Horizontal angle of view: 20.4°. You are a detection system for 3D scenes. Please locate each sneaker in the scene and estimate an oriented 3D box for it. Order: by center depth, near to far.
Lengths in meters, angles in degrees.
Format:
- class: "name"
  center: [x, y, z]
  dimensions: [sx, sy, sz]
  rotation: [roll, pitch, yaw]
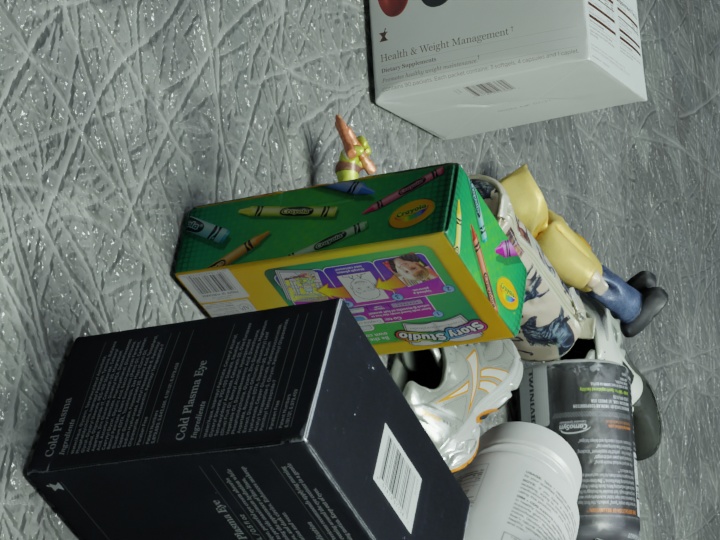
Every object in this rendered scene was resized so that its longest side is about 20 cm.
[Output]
- class: "sneaker"
  center: [0.071, 0.079, 1.594]
  dimensions: [0.092, 0.075, 0.200]
  rotation: [66, 28, -20]
- class: "sneaker"
  center: [0.223, 0.100, 1.910]
  dimensions: [0.201, 0.074, 0.088]
  rotation: [65, 30, -7]

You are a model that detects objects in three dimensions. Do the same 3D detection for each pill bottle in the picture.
- class: "pill bottle"
  center: [0.110, 0.216, 1.578]
  dimensions: [0.114, 0.113, 0.200]
  rotation: [68, 28, -26]
- class: "pill bottle"
  center: [0.193, 0.186, 1.773]
  dimensions: [0.106, 0.106, 0.202]
  rotation: [27, 58, -60]

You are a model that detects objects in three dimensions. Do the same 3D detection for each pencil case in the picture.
- class: "pencil case"
  center: [0.128, 0.000, 1.718]
  dimensions: [0.200, 0.089, 0.078]
  rotation: [50, 36, -46]

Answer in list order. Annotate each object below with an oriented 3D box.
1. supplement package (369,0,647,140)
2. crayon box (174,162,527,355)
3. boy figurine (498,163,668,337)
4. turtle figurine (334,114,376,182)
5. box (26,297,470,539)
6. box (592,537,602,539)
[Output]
- class: "supplement package"
  center: [0.118, -0.234, 1.654]
  dimensions: [0.147, 0.190, 0.202]
  rotation: [20, 63, -62]
- class: "crayon box"
  center: [-0.006, 0.001, 1.304]
  dimensions: [0.119, 0.199, 0.059]
  rotation: [53, 38, -45]
- class: "boy figurine"
  center: [0.189, -0.024, 1.834]
  dimensions: [0.200, 0.064, 0.125]
  rotation: [40, 13, -22]
- class: "turtle figurine"
  center: [0.000, 0.000, 1.476]
  dimensions: [0.161, 0.064, 0.201]
  rotation: [44, 34, -63]
- class: "box"
  center: [-0.060, 0.127, 1.170]
  dimensions: [0.200, 0.181, 0.105]
  rotation: [59, 33, -40]
- class: "box"
  center: [0.163, 0.280, 1.539]
  dimensions: [0.200, 0.040, 0.138]
  rotation: [87, 27, -79]
